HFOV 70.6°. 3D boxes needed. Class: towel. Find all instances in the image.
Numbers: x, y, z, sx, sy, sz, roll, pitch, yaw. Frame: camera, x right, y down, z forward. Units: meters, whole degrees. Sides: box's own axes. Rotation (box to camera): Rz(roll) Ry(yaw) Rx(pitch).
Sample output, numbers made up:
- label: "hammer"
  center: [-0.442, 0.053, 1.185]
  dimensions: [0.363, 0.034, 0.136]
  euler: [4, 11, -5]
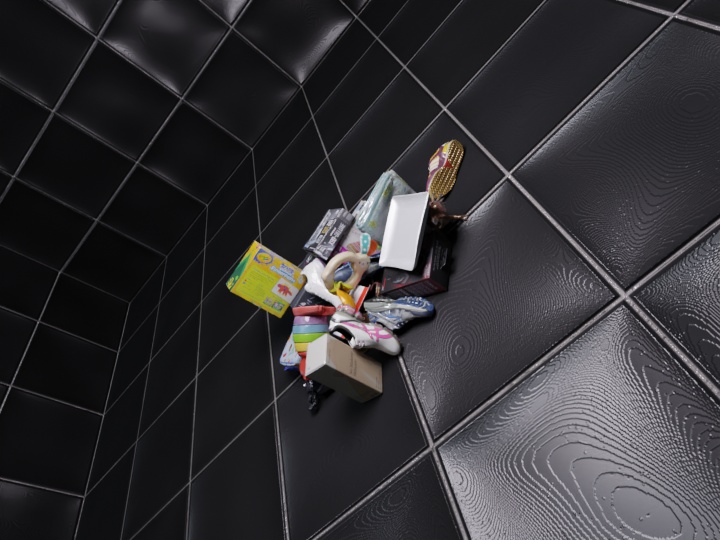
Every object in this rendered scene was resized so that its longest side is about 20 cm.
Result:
- label: "towel"
  center: [0.091, -0.170, 1.501]
  dimensions: [0.048, 0.171, 0.201]
  euler: [20, 79, 55]

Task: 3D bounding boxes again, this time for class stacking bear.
- label: "stacking bear"
  center: [-0.134, 0.205, 1.428]
  dimensions: [0.113, 0.121, 0.202]
  euler: [-5, 82, 21]

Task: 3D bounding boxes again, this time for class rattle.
- label: "rattle"
  center: [0.000, 0.000, 1.399]
  dimensions: [0.199, 0.131, 0.143]
  euler: [-35, 26, -14]

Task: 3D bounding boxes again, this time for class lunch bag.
- label: "lunch bag"
  center: [-0.177, 0.239, 1.570]
  dimensions: [0.200, 0.075, 0.161]
  euler: [-21, 44, 64]

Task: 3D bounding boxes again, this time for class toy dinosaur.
- label: "toy dinosaur"
  center: [0.194, -0.157, 1.384]
  dimensions: [0.086, 0.135, 0.200]
  euler: [-58, 32, -2]

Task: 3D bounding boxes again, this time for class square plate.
- label: "square plate"
  center: [0.118, -0.102, 1.343]
  dimensions: [0.200, 0.028, 0.200]
  euler: [-169, 90, -67]

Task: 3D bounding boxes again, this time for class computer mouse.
- label: "computer mouse"
  center: [-0.094, 0.299, 1.471]
  dimensions: [0.200, 0.052, 0.139]
  euler: [-55, 29, 25]

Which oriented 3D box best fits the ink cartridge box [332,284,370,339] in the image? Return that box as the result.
- label: "ink cartridge box"
  center: [-0.031, 0.115, 1.453]
  dimensions: [0.161, 0.047, 0.200]
  euler: [-64, -1, -10]

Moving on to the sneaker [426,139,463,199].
- label: "sneaker"
  center: [0.236, -0.291, 1.512]
  dimensions: [0.090, 0.075, 0.201]
  euler: [-7, 51, 61]

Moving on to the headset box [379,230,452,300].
- label: "headset box"
  center: [0.156, -0.008, 1.364]
  dimensions: [0.199, 0.077, 0.150]
  euler: [-21, 47, 45]

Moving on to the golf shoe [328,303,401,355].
- label: "golf shoe"
  center: [0.010, 0.172, 1.306]
  dimensions: [0.092, 0.199, 0.073]
  euler: [-62, 3, -32]

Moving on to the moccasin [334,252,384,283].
- label: "moccasin"
  center: [0.001, -0.012, 1.508]
  dimensions: [0.199, 0.068, 0.081]
  euler: [-26, 82, 7]

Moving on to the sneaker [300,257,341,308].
- label: "sneaker"
  center: [-0.114, 0.063, 1.602]
  dimensions: [0.099, 0.075, 0.201]
  euler: [-34, 75, 0]

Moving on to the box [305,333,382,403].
- label: "box"
  center: [-0.040, 0.251, 1.291]
  dimensions: [0.078, 0.199, 0.095]
  euler: [-34, 39, 32]

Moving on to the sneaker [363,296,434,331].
- label: "sneaker"
  center: [0.105, 0.116, 1.341]
  dimensions: [0.199, 0.077, 0.086]
  euler: [0, 103, 34]

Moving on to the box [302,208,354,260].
- label: "box"
  center: [-0.103, -0.116, 1.597]
  dimensions: [0.158, 0.050, 0.200]
  euler: [-57, 16, -4]

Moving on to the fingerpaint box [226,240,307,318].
- label: "fingerpaint box"
  center: [-0.296, 0.030, 1.624]
  dimensions: [0.167, 0.200, 0.073]
  euler: [-55, 34, 3]

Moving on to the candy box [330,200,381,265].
- label: "candy box"
  center: [0.008, -0.098, 1.576]
  dimensions: [0.201, 0.136, 0.061]
  euler: [-57, 15, 1]

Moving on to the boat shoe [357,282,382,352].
- label: "boat shoe"
  center: [0.022, 0.130, 1.436]
  dimensions: [0.070, 0.070, 0.201]
  euler: [9, 72, 51]

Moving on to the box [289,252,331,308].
- label: "box"
  center: [-0.158, 0.047, 1.713]
  dimensions: [0.201, 0.106, 0.122]
  euler: [-58, 34, -2]
